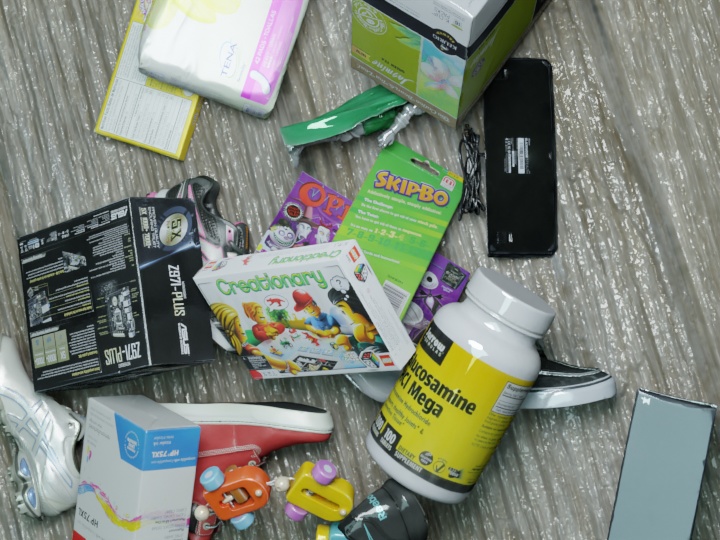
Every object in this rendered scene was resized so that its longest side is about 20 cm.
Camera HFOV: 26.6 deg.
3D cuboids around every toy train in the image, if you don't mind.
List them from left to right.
[{"bbox_3d":[-0.062,0.243,1.501,0.149,0.056,0.201,-26,118,21],"label":"toy train"}]

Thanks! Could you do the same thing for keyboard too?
[{"bbox_3d":[0.144,-0.113,1.533,0.103,0.040,0.203,1,84,-11],"label":"keyboard"}]

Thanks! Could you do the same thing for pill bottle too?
[{"bbox_3d":[0.096,0.104,1.409,0.112,0.112,0.202,31,102,13],"label":"pill bottle"}]

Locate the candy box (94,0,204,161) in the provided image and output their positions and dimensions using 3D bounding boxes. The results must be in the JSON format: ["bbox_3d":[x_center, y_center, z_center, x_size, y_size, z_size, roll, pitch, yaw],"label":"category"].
[{"bbox_3d":[-0.204,-0.227,1.615,0.101,0.026,0.202,18,89,13],"label":"candy box"}]

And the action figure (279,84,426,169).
[{"bbox_3d":[0.018,-0.157,1.533,0.198,0.118,0.055,-20,107,1],"label":"action figure"}]

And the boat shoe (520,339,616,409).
[{"bbox_3d":[0.150,0.096,1.485,0.197,0.073,0.069,0,95,23],"label":"boat shoe"}]

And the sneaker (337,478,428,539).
[{"bbox_3d":[0.025,0.283,1.449,0.079,0.202,0.075,-26,38,-18],"label":"sneaker"}]

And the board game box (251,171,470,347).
[{"bbox_3d":[0.000,0.000,1.493,0.199,0.032,0.121,30,51,-3],"label":"board game box"}]

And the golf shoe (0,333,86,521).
[{"bbox_3d":[-0.334,0.156,1.598,0.096,0.078,0.202,-17,87,-7],"label":"golf shoe"}]

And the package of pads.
[{"bbox_3d":[-0.134,-0.275,1.563,0.153,0.068,0.202,18,88,-7],"label":"package of pads"}]

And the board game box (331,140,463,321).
[{"bbox_3d":[0.029,-0.036,1.492,0.095,0.030,0.201,29,57,-1],"label":"board game box"}]

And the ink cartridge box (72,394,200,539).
[{"bbox_3d":[-0.227,0.237,1.516,0.116,0.067,0.203,18,104,48],"label":"ink cartridge box"}]

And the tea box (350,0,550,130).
[{"bbox_3d":[0.096,-0.281,1.438,0.133,0.197,0.201,31,67,14],"label":"tea box"}]

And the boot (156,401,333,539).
[{"bbox_3d":[-0.119,0.205,1.538,0.197,0.072,0.146,-3,85,20],"label":"boot"}]

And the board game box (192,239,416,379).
[{"bbox_3d":[-0.055,0.040,1.430,0.198,0.035,0.127,-8,121,43],"label":"board game box"}]

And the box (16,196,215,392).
[{"bbox_3d":[-0.248,0.027,1.527,0.199,0.086,0.166,-15,80,43],"label":"box"}]

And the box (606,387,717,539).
[{"bbox_3d":[0.273,0.215,1.413,0.078,0.141,0.203,11,88,13],"label":"box"}]

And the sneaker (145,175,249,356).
[{"bbox_3d":[-0.146,-0.010,1.557,0.086,0.080,0.202,-30,80,8],"label":"sneaker"}]

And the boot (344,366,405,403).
[{"bbox_3d":[-0.031,0.061,1.524,0.201,0.073,0.096,58,139,16],"label":"boot"}]
